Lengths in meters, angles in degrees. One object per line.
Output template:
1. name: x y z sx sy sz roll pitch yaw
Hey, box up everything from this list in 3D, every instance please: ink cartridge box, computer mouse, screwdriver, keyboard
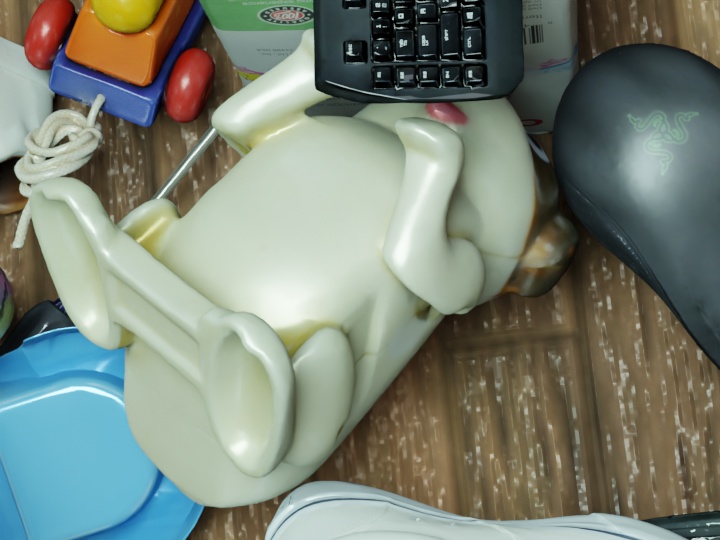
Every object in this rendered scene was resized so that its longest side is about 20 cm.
1. ink cartridge box: 0.018 -0.122 0.806 0.144 0.200 0.088 -3 74 7
2. computer mouse: 0.166 -0.015 0.804 0.200 0.053 0.139 43 89 -11
3. screwdriver: -0.108 -0.010 0.882 0.200 0.029 0.028 -48 45 -4
4. keyboard: 0.005 -0.158 0.692 0.103 0.040 0.201 -4 73 5

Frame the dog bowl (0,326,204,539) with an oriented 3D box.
1. dog bowl: -0.161 0.091 0.844 0.199 0.050 0.112 -18 96 2

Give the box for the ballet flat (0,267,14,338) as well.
1. ballet flat: -0.203 0.010 0.749 0.069 0.200 0.071 52 126 19

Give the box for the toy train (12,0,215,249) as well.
1. toy train: -0.102 -0.115 0.827 0.084 0.116 0.201 20 55 1

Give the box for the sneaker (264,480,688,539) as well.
1. sneaker: 0.060 0.135 0.747 0.199 0.071 0.073 9 112 -6

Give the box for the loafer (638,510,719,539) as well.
1. loafer: 0.198 0.138 0.796 0.199 0.073 0.073 4 83 9

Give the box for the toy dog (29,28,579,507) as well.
1. toy dog: 0.000 0.000 0.771 0.200 0.195 0.139 -37 47 -27

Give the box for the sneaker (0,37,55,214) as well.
1. sneaker: -0.195 -0.069 0.820 0.072 0.200 0.085 -10 76 28
